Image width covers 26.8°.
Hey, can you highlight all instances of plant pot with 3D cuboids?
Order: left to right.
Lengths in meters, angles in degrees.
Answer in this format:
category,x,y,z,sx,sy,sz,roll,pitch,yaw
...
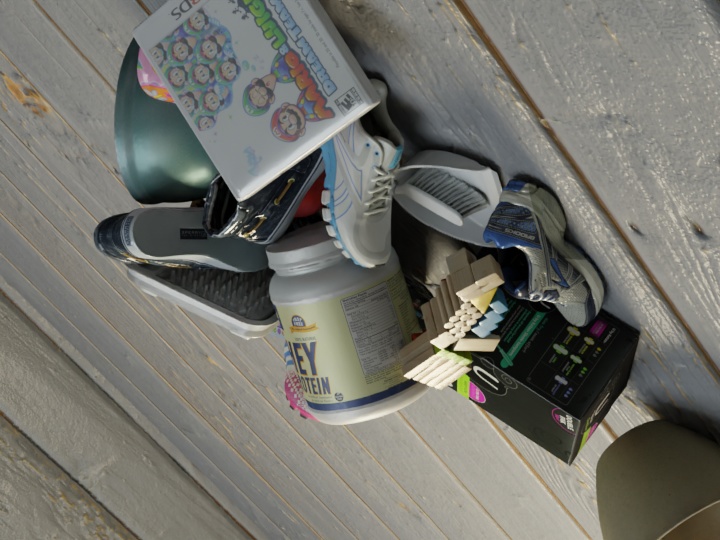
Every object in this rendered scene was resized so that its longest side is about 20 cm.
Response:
category,x,y,z,sx,sy,sz,roll,pitch,yaw
plant pot,-0.169,-0.167,1.659,0.134,0.200,0.200,5,151,15

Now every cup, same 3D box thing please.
category,x,y,z,sx,sy,sz,roll,pitch,yaw
cup,0.344,0.253,1.690,0.143,0.200,0.200,59,175,35

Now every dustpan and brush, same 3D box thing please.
category,x,y,z,sx,sy,sz,roll,pitch,yaw
dustpan and brush,0.058,-0.086,1.588,0.200,0.057,0.140,29,159,30

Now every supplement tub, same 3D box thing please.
category,x,y,z,sx,sy,sz,roll,pitch,yaw
supplement tub,-0.014,0.051,1.639,0.145,0.145,0.200,3,115,60

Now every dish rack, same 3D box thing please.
category,x,y,z,sx,sy,sz,roll,pitch,yaw
dish rack,-0.159,0.010,1.734,0.200,0.172,0.044,24,120,16

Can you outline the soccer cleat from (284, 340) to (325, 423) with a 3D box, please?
category,x,y,z,sx,sy,sz,roll,pitch,yaw
soccer cleat,-0.053,0.106,1.779,0.070,0.086,0.200,13,-160,-17

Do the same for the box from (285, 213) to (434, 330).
category,x,y,z,sx,sy,sz,roll,pitch,yaw
box,0.000,0.000,1.787,0.200,0.046,0.159,33,-175,-13

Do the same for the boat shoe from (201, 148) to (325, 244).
category,x,y,z,sx,sy,sz,roll,pitch,yaw
boat shoe,-0.091,-0.114,1.581,0.071,0.200,0.091,40,-156,32

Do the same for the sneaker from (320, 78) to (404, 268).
category,x,y,z,sx,sy,sz,roll,pitch,yaw
sneaker,0.009,-0.100,1.528,0.087,0.075,0.200,-2,103,44

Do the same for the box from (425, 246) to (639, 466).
category,x,y,z,sx,sy,sz,roll,pitch,yaw
box,0.186,0.093,1.666,0.200,0.124,0.149,32,160,17

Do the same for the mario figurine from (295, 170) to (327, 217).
category,x,y,z,sx,sy,sz,roll,pitch,yaw
mario figurine,-0.077,-0.122,1.770,0.200,0.123,0.106,-163,69,-63

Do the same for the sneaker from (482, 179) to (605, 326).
category,x,y,z,sx,sy,sz,roll,pitch,yaw
sneaker,0.176,0.000,1.529,0.077,0.085,0.200,17,153,47

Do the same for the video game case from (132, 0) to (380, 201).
category,x,y,z,sx,sy,sz,roll,pitch,yaw
video game case,-0.102,-0.194,1.436,0.182,0.024,0.200,-33,88,29

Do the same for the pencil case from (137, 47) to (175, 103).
category,x,y,z,sx,sy,sz,roll,pitch,yaw
pencil case,-0.123,-0.187,1.509,0.200,0.087,0.087,20,155,22

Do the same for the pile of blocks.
category,x,y,z,sx,sy,sz,roll,pitch,yaw
pile of blocks,0.102,0.040,1.543,0.082,0.062,0.200,4,141,-22

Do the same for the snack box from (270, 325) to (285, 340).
category,x,y,z,sx,sy,sz,roll,pitch,yaw
snack box,-0.016,0.062,1.937,0.200,0.142,0.053,19,119,43

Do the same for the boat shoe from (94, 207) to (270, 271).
category,x,y,z,sx,sy,sz,roll,pitch,yaw
boat shoe,-0.190,-0.038,1.666,0.200,0.071,0.091,6,175,-39

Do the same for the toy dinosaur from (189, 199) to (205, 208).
category,x,y,z,sx,sy,sz,roll,pitch,yaw
toy dinosaur,-0.147,-0.067,1.792,0.106,0.060,0.200,31,-178,-25
